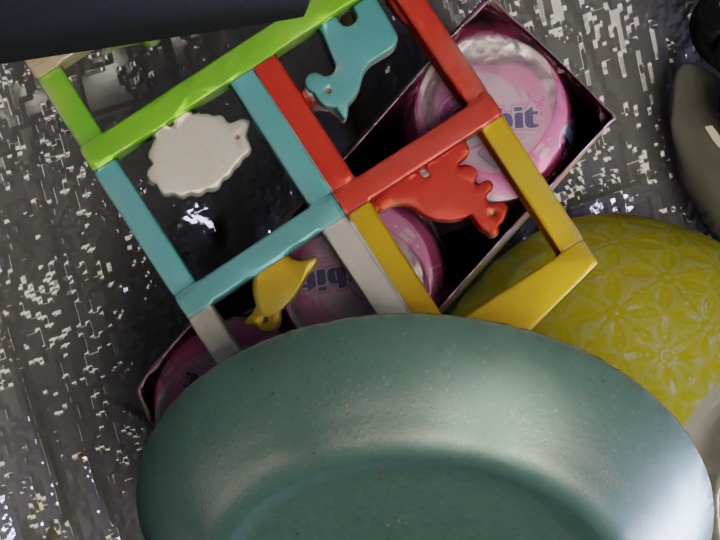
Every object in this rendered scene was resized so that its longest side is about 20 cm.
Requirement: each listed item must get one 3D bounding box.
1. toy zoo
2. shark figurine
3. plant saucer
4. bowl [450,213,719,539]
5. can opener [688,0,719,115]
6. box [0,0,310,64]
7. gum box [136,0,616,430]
[{"bbox_3d":[-0.009,-0.024,0.949,0.131,0.020,0.200,-33,88,-2],"label":"toy zoo"},{"bbox_3d":[0.223,-0.009,1.123,0.214,0.089,0.128,4,104,-20],"label":"shark figurine"},{"bbox_3d":[0.021,0.096,0.935,0.200,0.036,0.200,2,135,2],"label":"plant saucer"},{"bbox_3d":[0.125,0.080,1.033,0.200,0.108,0.201,-4,97,-37],"label":"bowl"},{"bbox_3d":[0.220,-0.122,1.065,0.200,0.063,0.079,-30,153,-4],"label":"can opener"},{"bbox_3d":[-0.100,-0.177,0.890,0.148,0.107,0.200,-9,83,-7],"label":"box"},{"bbox_3d":[0.000,0.000,1.016,0.066,0.114,0.200,42,87,1],"label":"gum box"}]
